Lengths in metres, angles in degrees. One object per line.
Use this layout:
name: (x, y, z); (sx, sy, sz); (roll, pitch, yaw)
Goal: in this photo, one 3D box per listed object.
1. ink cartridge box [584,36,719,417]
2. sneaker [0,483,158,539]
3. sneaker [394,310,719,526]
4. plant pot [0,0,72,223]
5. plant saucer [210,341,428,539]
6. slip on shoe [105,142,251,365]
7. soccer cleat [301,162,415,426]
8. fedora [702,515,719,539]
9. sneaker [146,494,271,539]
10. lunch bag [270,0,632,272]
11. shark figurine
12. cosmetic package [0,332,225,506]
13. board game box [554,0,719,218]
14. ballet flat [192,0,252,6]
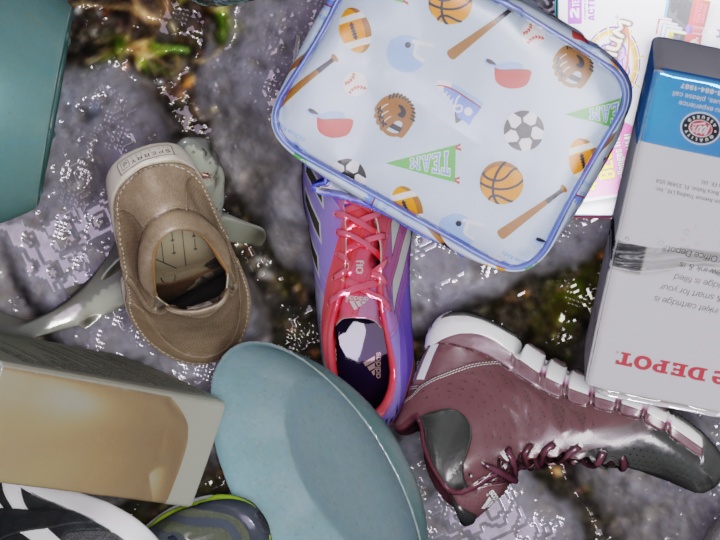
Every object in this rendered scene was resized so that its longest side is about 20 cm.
ink cartridge box: (0.220, -0.021, 1.528); (0.144, 0.084, 0.201); (12, 110, 1)
sneaker: (-0.219, 0.176, 1.561); (0.112, 0.200, 0.073); (-51, 131, -25)
sneaker: (0.111, 0.116, 1.575); (0.200, 0.076, 0.116); (26, 72, 11)
plant pot: (-0.260, -0.111, 1.556); (0.160, 0.201, 0.201); (11, 94, -6)
plant saucer: (-0.015, 0.126, 1.566); (0.039, 0.201, 0.201); (-28, 90, -30)
slip on shoe: (-0.103, 0.006, 1.545); (0.076, 0.200, 0.061); (-20, 55, -9)
soccer cleat: (0.000, 0.000, 1.593); (0.068, 0.073, 0.201); (-5, 92, 5)
fedora: (0.292, 0.203, 1.555); (0.176, 0.090, 0.201); (4, 115, 36)
sneaker: (-0.146, 0.203, 1.611); (0.200, 0.081, 0.074); (-29, 91, 6)
lunch bag: (0.050, -0.097, 1.545); (0.200, 0.076, 0.161); (30, 102, 2)
shark figurine: (-0.152, -0.023, 1.617); (0.214, 0.128, 0.090); (-39, 63, 22)
cosmetic package: (-0.186, 0.084, 1.540); (0.105, 0.200, 0.071); (21, 94, 39)
board game box: (0.217, -0.107, 1.587); (0.199, 0.040, 0.154); (1, 93, 5)
ballet flat: (-0.023, -0.207, 1.589); (0.199, 0.074, 0.074); (-20, 91, 5)
